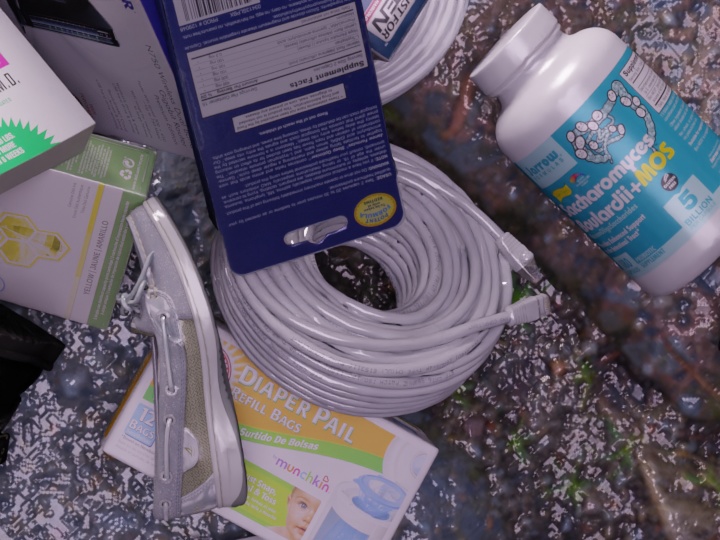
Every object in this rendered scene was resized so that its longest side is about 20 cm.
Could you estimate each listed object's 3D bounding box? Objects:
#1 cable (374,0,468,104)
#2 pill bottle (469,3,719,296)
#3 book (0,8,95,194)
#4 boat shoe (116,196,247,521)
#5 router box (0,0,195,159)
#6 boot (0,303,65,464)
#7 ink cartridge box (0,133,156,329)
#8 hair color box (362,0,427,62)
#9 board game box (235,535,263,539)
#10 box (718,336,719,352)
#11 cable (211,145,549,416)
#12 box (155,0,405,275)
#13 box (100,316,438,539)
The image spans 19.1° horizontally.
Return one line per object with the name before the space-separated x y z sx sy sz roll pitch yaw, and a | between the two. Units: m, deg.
cable | -0.022 -0.203 1.444 0.198 0.069 0.202 -8 94 -4
pill bottle | 0.168 -0.086 1.446 0.200 0.111 0.111 43 89 -5
book | -0.277 -0.128 1.318 0.200 0.048 0.133 48 50 10
boat shoe | -0.120 0.056 1.347 0.064 0.074 0.203 -13 100 -8
router box | -0.173 -0.174 1.342 0.049 0.179 0.201 -47 133 -29
boot | -0.267 0.094 1.374 0.079 0.211 0.158 32 86 13
ink cartridge box | -0.244 -0.046 1.402 0.199 0.146 0.048 16 49 -7
hair color box | -0.057 -0.210 1.346 0.199 0.100 0.061 33 89 -14
board game box | -0.143 0.262 1.442 0.199 0.034 0.135 -11 58 -4
box | 0.365 -0.017 1.445 0.195 0.117 0.201 11 93 -5
cable | 0.000 0.000 1.405 0.199 0.069 0.200 -28 70 -37
box | -0.048 -0.104 1.300 0.120 0.032 0.201 -18 116 -11
box | -0.062 0.114 1.441 0.199 0.101 0.113 28 90 -5
